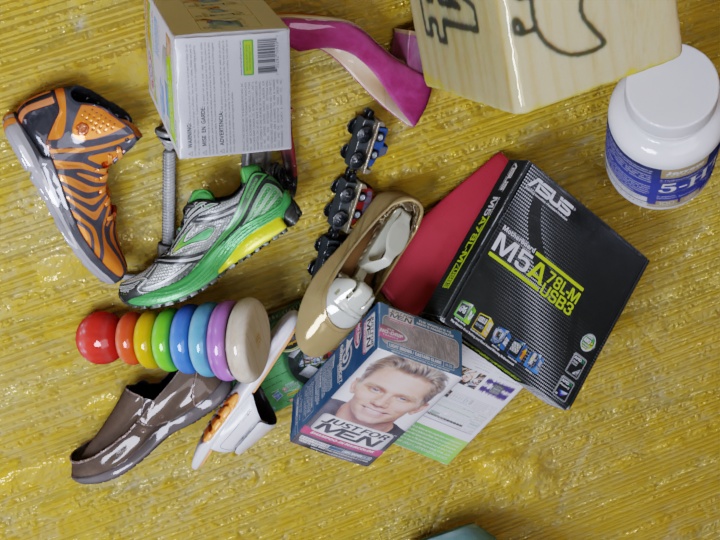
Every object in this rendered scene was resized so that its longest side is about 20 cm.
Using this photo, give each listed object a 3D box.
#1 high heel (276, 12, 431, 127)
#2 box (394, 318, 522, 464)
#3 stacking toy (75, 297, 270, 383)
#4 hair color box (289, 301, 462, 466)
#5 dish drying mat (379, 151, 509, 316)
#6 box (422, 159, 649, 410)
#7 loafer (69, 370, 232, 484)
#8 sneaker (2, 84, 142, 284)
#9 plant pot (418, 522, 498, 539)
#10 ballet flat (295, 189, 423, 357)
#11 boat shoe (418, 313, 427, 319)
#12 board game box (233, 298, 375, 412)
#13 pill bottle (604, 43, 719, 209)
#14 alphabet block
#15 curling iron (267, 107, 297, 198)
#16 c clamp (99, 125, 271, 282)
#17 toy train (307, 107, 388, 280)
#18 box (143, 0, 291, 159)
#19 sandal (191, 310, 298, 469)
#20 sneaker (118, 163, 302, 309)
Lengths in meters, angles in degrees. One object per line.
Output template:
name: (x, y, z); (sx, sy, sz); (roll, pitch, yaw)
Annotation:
high heel: (-0.016, -0.200, 1.328); (0.199, 0.067, 0.097); (3, 102, -33)
box: (0.097, 0.124, 1.488); (0.144, 0.036, 0.200); (25, 121, -28)
stacking toy: (-0.196, 0.067, 1.345); (0.198, 0.085, 0.086); (1, 116, 16)
hair color box: (0.013, 0.122, 1.384); (0.099, 0.061, 0.200); (20, 137, -20)
dish drying mat: (0.100, -0.036, 1.432); (0.200, 0.018, 0.077); (-41, 88, -6)
box: (0.189, 0.017, 1.417); (0.200, 0.047, 0.194); (36, 81, -26)
loafer: (-0.231, 0.149, 1.409); (0.199, 0.073, 0.071); (-35, 108, 2)
sneaker: (-0.251, -0.087, 1.293); (0.112, 0.078, 0.201); (-28, 118, -4)
plant pot: (0.111, 0.376, 1.569); (0.199, 0.200, 0.136); (-17, 80, -10)
ballet flat: (0.000, 0.000, 1.368); (0.069, 0.063, 0.201); (37, 75, -27)
boat shoe: (0.132, -0.002, 1.459); (0.199, 0.073, 0.063); (-22, 121, -3)
board game box: (-0.068, 0.088, 1.443); (0.199, 0.024, 0.105); (-25, 119, 4)
pill bottle: (0.313, -0.149, 1.372); (0.119, 0.120, 0.200); (-34, 161, -2)
alphabet block: (0.162, -0.282, 1.256); (0.194, 0.196, 0.201); (-21, 113, -17)
curling iron: (-0.080, -0.149, 1.322); (0.025, 0.050, 0.201); (8, 129, 12)
c clamp: (-0.170, -0.075, 1.353); (0.170, 0.027, 0.201); (2, 112, -19)
toy train: (-0.009, -0.074, 1.401); (0.046, 0.034, 0.201); (3, 115, -31)
box: (-0.133, -0.189, 1.217); (0.101, 0.200, 0.113); (-6, 116, -15)
sandal: (-0.107, 0.138, 1.401); (0.059, 0.079, 0.207); (34, 106, -7)
sneaker: (-0.160, -0.032, 1.334); (0.199, 0.078, 0.085); (-36, 100, 0)
